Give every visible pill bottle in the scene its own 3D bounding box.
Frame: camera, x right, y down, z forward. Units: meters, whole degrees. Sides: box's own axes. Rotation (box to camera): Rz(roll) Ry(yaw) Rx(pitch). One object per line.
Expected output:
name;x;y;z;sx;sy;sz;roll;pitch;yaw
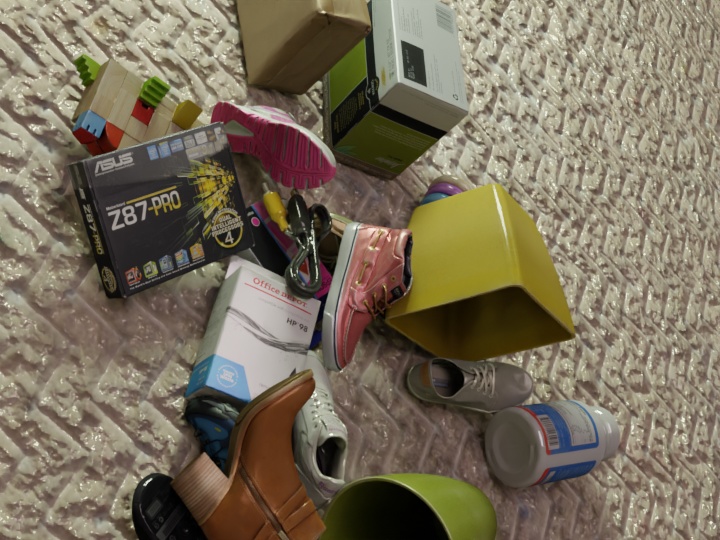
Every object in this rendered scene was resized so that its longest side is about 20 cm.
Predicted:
pill bottle;0.282;0.246;1.436;0.198;0.112;0.113;2;63;-40

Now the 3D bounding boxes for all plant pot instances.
plant pot;0.079;0.320;1.189;0.199;0.186;0.189;-4;67;-57
plant pot;0.163;0.001;1.372;0.200;0.198;0.178;36;46;-49

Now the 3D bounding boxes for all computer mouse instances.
computer mouse;-0.189;0.320;1.034;0.201;0.046;0.141;51;36;-16

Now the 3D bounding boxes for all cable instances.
cable;-0.075;-0.031;1.276;0.096;0.050;0.202;23;40;-36

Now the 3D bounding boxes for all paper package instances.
paper package;-0.090;-0.388;1.445;0.103;0.190;0.202;9;60;-39

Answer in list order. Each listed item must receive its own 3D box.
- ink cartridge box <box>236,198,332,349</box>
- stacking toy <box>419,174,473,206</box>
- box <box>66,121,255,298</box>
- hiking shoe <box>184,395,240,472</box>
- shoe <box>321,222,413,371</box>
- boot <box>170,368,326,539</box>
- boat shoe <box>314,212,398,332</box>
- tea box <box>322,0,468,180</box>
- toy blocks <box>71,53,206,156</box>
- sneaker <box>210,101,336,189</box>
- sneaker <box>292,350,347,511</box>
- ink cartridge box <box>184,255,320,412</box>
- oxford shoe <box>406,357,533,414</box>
ink cartridge box;-0.096;0.001;1.318;0.094;0.037;0.201;-34;91;-46
stacking toy;0.102;-0.058;1.494;0.085;0.085;0.200;46;49;-8
box;-0.231;-0.075;1.184;0.199;0.049;0.163;-23;103;-39
hiking shoe;-0.137;0.230;1.115;0.200;0.074;0.087;48;56;4
shoe;0.012;0.034;1.274;0.072;0.090;0.202;58;40;-62
boot;-0.086;0.219;1.070;0.200;0.074;0.155;-43;94;-12
boat shoe;-0.001;0.002;1.373;0.201;0.073;0.063;46;39;-19
tea box;0.045;-0.281;1.491;0.132;0.196;0.202;17;55;-31
toy blocks;-0.279;-0.156;1.223;0.199;0.099;0.138;34;59;-33
sneaker;-0.105;-0.176;1.340;0.199;0.082;0.088;32;28;24
sneaker;-0.046;0.184;1.201;0.074;0.099;0.202;14;55;-31
ink cartridge box;-0.122;0.076;1.199;0.115;0.067;0.202;25;59;-20
oxford shoe;0.162;0.157;1.395;0.198;0.058;0.076;7;66;-22
